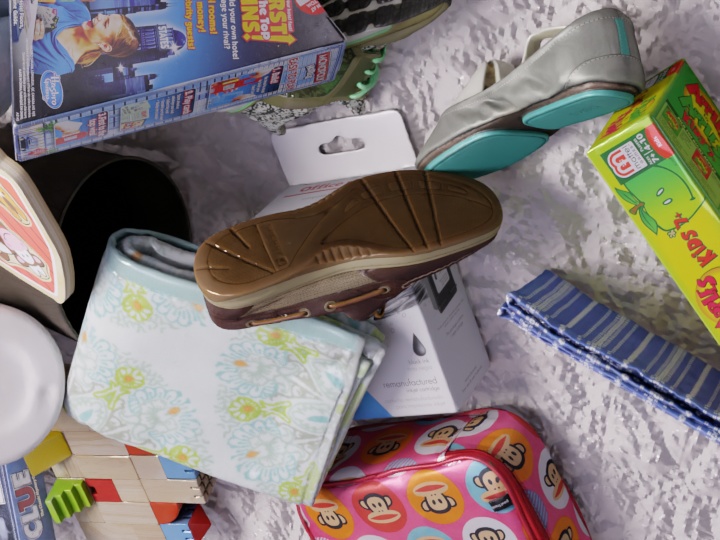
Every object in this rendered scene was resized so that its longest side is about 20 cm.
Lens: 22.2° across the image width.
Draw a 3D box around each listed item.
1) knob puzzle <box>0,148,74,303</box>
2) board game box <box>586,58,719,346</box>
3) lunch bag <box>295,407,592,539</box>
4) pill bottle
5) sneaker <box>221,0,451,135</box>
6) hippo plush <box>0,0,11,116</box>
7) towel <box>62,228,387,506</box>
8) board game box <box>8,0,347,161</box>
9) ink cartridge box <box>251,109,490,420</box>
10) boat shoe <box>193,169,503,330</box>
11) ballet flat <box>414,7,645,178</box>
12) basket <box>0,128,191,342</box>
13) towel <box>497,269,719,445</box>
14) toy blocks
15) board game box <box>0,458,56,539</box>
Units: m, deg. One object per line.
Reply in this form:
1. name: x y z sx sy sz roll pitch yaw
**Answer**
1. knob puzzle: -0.258 -0.049 1.178 0.219 0.030 0.220 35 157 18
2. board game box: 0.220 -0.018 1.095 0.047 0.102 0.201 -31 100 31
3. lunch bag: 0.066 0.195 1.341 0.199 0.082 0.177 -13 115 37
4. pill bottle: -0.303 0.071 1.339 0.199 0.113 0.114 10 127 57
5. sneaker: -0.012 -0.143 1.199 0.199 0.077 0.088 -18 139 36
6. hippo plush: -0.247 -0.186 1.200 0.160 0.199 0.160 60 152 -10
7. towel: -0.097 0.071 1.258 0.199 0.048 0.172 21 128 -2
8. board game box: -0.113 -0.172 1.111 0.198 0.202 0.062 -2 164 -10
9. ink cartridge box: 0.000 0.000 1.263 0.115 0.067 0.201 -7 114 33
10. boat shoe: -0.006 -0.005 1.174 0.198 0.072 0.072 -17 142 -7
11. ballet flat: 0.102 -0.109 1.141 0.200 0.067 0.064 -24 67 53
12. basket: -0.249 -0.036 1.345 0.199 0.137 0.181 18 161 26
13. towel: 0.187 0.057 1.146 0.199 0.145 0.024 31 104 11
14. toy blocks: -0.172 0.147 1.448 0.136 0.100 0.201 -1 129 21
15. board game box: -0.311 0.130 1.486 0.135 0.034 0.202 -9 93 49
